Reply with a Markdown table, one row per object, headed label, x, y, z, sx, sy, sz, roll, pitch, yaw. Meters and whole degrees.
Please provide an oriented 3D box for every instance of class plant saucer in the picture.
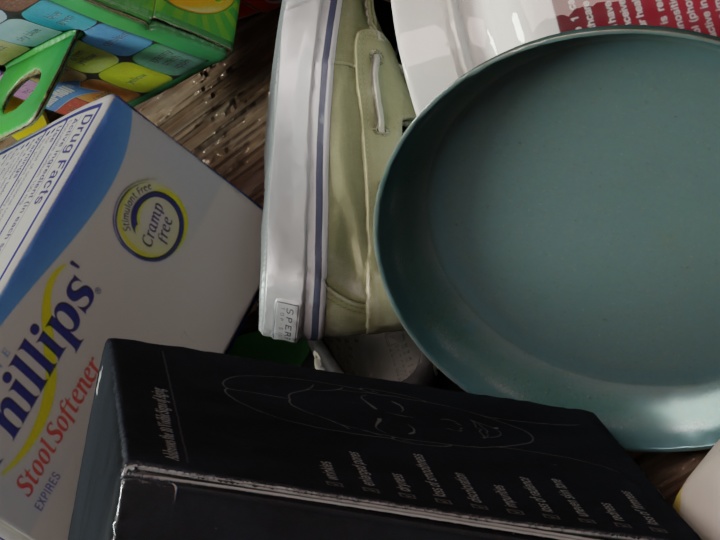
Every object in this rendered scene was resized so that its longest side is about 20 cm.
| label | x | y | z | sx | sy | sz | roll | pitch | yaw |
| --- | --- | --- | --- | --- | --- | --- | --- | --- | --- |
| plant saucer | 0.105 | -0.014 | 1.053 | 0.200 | 0.200 | 0.027 | -26 | 31 | 28 |

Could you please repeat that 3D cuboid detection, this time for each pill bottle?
| label | x | y | z | sx | sy | sz | roll | pitch | yaw |
| --- | --- | --- | --- | --- | --- | --- | --- | --- | --- |
| pill bottle | 0.118 | -0.102 | 1.076 | 0.200 | 0.113 | 0.113 | -15 | 63 | 11 |

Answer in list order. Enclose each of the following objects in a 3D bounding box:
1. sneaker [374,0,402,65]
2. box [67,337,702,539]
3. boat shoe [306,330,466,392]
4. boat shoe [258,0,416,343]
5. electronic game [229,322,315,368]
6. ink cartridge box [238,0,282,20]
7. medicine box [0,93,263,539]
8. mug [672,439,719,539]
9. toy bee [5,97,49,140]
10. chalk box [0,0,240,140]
| label | x | y | z | sx | sy | sz | roll | pitch | yaw |
| --- | --- | --- | --- | --- | --- | --- | --- | --- | --- |
| sneaker | 0.046 | -0.073 | 1.193 | 0.078 | 0.070 | 0.200 | -43 | 55 | 5 |
| box | -0.002 | 0.114 | 1.000 | 0.200 | 0.196 | 0.124 | -121 | 42 | -78 |
| boat shoe | 0.000 | 0.000 | 1.176 | 0.074 | 0.060 | 0.200 | -20 | 47 | 8 |
| boat shoe | -0.006 | -0.058 | 1.145 | 0.062 | 0.072 | 0.200 | 6 | 64 | -5 |
| electronic game | -0.053 | 0.105 | 1.184 | 0.200 | 0.042 | 0.200 | -19 | 46 | 21 |
| ink cartridge box | -0.036 | -0.184 | 1.303 | 0.200 | 0.050 | 0.109 | -20 | 63 | 31 |
| medicine box | -0.149 | 0.044 | 1.198 | 0.200 | 0.103 | 0.182 | -18 | 40 | 58 |
| mug | 0.151 | 0.133 | 0.981 | 0.186 | 0.149 | 0.153 | -13 | 57 | 18 |
| toy bee | -0.187 | -0.100 | 1.342 | 0.109 | 0.131 | 0.200 | -14 | 50 | 26 |
| chalk box | -0.129 | -0.145 | 1.239 | 0.125 | 0.124 | 0.200 | -18 | 59 | 52 |
